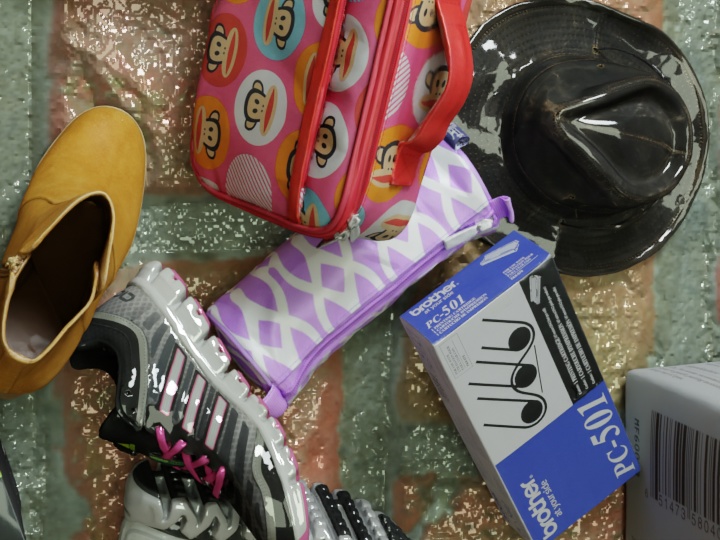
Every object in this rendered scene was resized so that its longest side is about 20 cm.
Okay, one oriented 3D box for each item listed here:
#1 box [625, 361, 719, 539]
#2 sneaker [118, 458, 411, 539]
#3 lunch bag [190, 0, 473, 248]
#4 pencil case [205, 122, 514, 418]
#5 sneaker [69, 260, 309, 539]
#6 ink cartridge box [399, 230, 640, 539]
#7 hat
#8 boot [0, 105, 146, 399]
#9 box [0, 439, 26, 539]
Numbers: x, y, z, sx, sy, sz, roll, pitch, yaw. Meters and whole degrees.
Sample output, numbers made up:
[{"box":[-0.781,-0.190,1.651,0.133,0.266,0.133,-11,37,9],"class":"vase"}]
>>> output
[{"box":[0.290,0.170,0.933,0.170,0.199,0.201,-4,98,-16],"class":"box"},{"box":[-0.058,0.176,0.904,0.199,0.075,0.081,14,105,-15],"class":"sneaker"},{"box":[-0.009,-0.118,0.814,0.082,0.176,0.201,1,107,-45],"class":"lunch bag"},{"box":[0.000,0.000,0.887,0.200,0.086,0.084,-40,148,-5],"class":"pencil case"},{"box":[-0.105,0.093,0.840,0.087,0.074,0.200,-28,74,-22],"class":"sneaker"},{"box":[0.106,0.080,0.914,0.094,0.044,0.201,-36,126,-11],"class":"ink cartridge box"},{"box":[0.154,-0.085,0.929,0.199,0.081,0.202,-2,97,-16],"class":"hat"},{"box":[-0.153,-0.024,0.788,0.070,0.144,0.202,25,66,-14],"class":"boot"},{"box":[-0.303,0.108,0.790,0.199,0.124,0.149,-20,101,-12],"class":"box"}]
